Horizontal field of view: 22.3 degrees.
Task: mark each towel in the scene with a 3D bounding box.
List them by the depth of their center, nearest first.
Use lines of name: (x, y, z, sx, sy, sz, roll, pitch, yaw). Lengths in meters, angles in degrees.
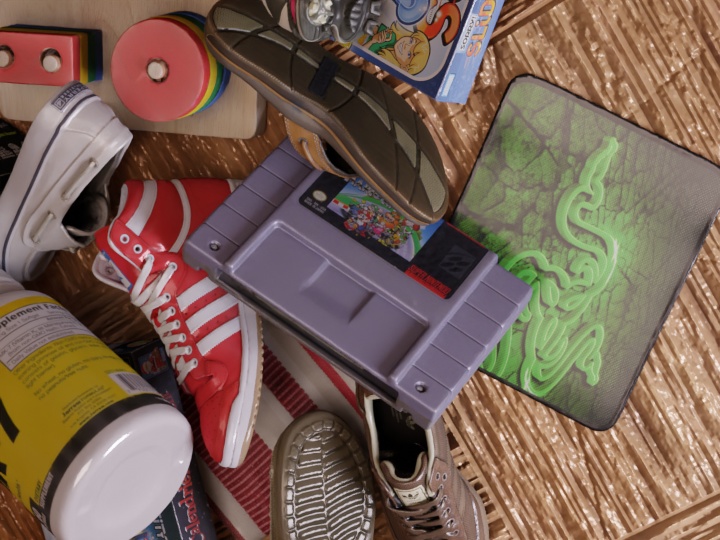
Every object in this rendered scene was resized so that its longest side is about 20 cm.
towel: (-0.055, 0.089, 1.287, 0.200, 0.023, 0.144, -40, 90, 24)

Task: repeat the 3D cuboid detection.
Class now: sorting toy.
sorting toy: (-0.166, -0.193, 1.234, 0.197, 0.070, 0.202, 6, 104, 17)

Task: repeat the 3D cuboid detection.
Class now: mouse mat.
mouse mat: (0.134, -0.010, 1.208, 0.160, 0.008, 0.201, 27, 110, 11)

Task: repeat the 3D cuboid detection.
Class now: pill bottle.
pill bottle: (-0.215, 0.086, 1.222, 0.200, 0.114, 0.115, 38, 112, 29)

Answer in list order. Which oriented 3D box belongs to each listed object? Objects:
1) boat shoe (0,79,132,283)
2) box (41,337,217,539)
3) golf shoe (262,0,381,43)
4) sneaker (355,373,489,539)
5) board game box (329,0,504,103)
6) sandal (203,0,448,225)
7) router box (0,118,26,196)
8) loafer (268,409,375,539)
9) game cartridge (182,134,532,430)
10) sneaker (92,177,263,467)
boat shoe: (-0.203, -0.046, 1.253, 0.066, 0.072, 0.200, 38, 134, 6)
box: (-0.176, 0.155, 1.316, 0.136, 0.038, 0.202, -8, 100, 35)
golf shoe: (-0.018, -0.243, 1.131, 0.088, 0.077, 0.202, 27, 103, 51)
sneaker: (0.034, 0.144, 1.226, 0.070, 0.076, 0.201, -12, 109, 18)
board game box: (0.045, -0.224, 1.149, 0.135, 0.034, 0.201, 33, 112, 34)
sandal: (-0.025, -0.099, 1.196, 0.199, 0.082, 0.055, 35, 133, -9)
router box: (-0.312, -0.005, 1.282, 0.062, 0.150, 0.201, 35, 110, 11)
loafer: (-0.030, 0.190, 1.263, 0.067, 0.076, 0.202, 18, 118, 60)
game cartridge: (0.000, 0.000, 1.192, 0.199, 0.130, 0.038, 33, 150, 12)
sneaker: (-0.124, 0.031, 1.213, 0.112, 0.071, 0.202, 5, 67, -18)
